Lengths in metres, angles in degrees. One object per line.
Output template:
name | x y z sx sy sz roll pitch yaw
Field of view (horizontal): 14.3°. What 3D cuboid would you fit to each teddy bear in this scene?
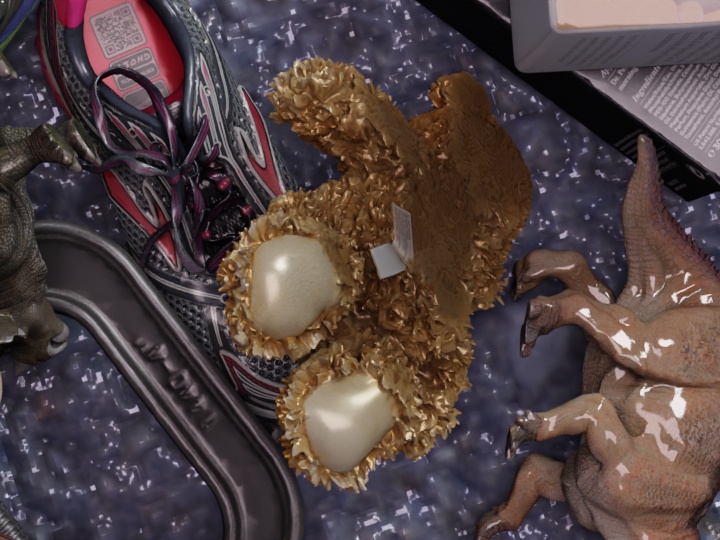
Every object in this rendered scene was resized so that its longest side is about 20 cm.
teddy bear | 0.000 0.000 1.039 0.067 0.200 0.145 -22 121 30

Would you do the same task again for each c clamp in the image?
c clamp | -0.125 0.075 1.090 0.171 0.027 0.200 -44 87 8

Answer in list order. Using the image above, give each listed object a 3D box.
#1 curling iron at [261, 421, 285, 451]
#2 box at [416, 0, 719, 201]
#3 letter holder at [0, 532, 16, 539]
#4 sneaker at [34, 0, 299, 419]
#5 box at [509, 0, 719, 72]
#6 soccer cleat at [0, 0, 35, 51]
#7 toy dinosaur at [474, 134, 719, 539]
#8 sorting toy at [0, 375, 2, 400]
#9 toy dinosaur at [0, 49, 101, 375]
curling iron | -0.046 0.158 1.095 0.049 0.026 0.201 6 84 20
box | 0.135 -0.149 1.106 0.141 0.079 0.200 37 85 -4
letter holder | -0.086 0.179 1.024 0.199 0.101 0.143 30 100 9
sneaker | -0.066 -0.032 1.086 0.080 0.075 0.201 -32 89 -6
box | 0.153 -0.156 1.018 0.199 0.106 0.153 -4 87 -4
soccer cleat | -0.178 -0.069 1.089 0.065 0.084 0.201 33 105 -11
toy dinosaur | 0.121 0.056 1.086 0.135 0.086 0.201 8 85 -3
sorting toy | -0.220 0.017 1.032 0.200 0.185 0.036 48 46 7
toy dinosaur | -0.160 -0.042 1.013 0.102 0.077 0.200 -38 105 7
